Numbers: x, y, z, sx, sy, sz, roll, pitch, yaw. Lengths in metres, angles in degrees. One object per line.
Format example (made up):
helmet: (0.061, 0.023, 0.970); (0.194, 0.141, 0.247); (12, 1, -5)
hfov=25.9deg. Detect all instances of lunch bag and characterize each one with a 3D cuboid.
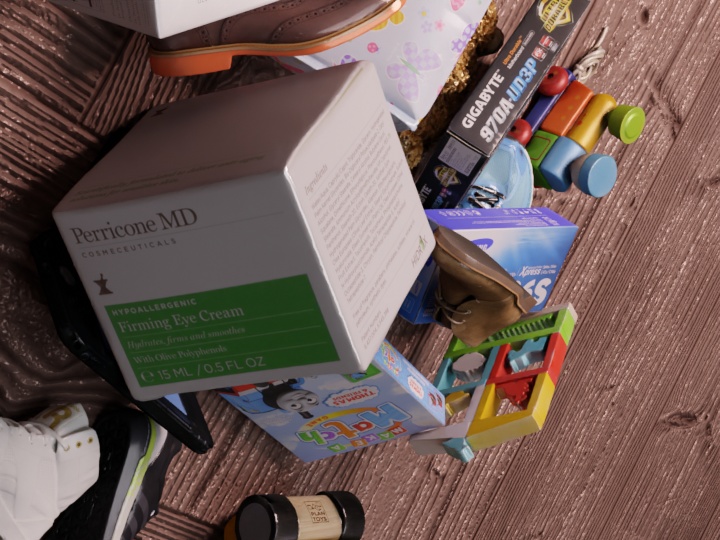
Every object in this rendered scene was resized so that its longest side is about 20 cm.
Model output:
lunch bag: (-0.008, -0.233, 1.282); (0.200, 0.127, 0.170); (29, 88, -16)

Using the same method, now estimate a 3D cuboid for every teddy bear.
teddy bear: (0.074, -0.164, 1.405); (0.145, 0.067, 0.200); (99, 16, -60)

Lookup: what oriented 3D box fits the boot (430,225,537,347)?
boot: (0.092, 0.020, 1.327); (0.075, 0.074, 0.200); (-44, 155, 3)

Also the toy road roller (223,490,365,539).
toy road roller: (-0.058, 0.302, 1.433); (0.123, 0.200, 0.146); (5, 139, -46)

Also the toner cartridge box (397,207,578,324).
toner cartridge box: (0.113, -0.007, 1.435); (0.200, 0.043, 0.095); (-4, 121, -49)

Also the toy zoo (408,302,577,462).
toy zoo: (0.122, 0.109, 1.465); (0.020, 0.131, 0.200); (59, 33, -25)

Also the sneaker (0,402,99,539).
sneaker: (-0.270, 0.127, 1.217); (0.116, 0.074, 0.200); (-44, 144, -26)

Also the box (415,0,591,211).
box: (0.122, -0.149, 1.417); (0.200, 0.046, 0.159); (-56, 178, -25)

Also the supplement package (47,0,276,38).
supplement package: (-0.160, -0.242, 1.064); (0.114, 0.200, 0.110); (-26, 125, -38)

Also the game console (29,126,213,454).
game console: (-0.157, 0.019, 1.254); (0.116, 0.176, 0.200); (-35, 136, 7)

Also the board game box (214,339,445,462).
board game box: (-0.035, 0.100, 1.396); (0.200, 0.151, 0.037); (45, 35, -47)

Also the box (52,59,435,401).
box: (-0.080, -0.031, 1.178); (0.200, 0.199, 0.171); (-58, 134, -56)

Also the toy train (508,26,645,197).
toy train: (0.239, -0.163, 1.582); (0.200, 0.116, 0.085); (-54, 138, -14)

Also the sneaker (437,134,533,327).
sneaker: (0.117, -0.034, 1.514); (0.090, 0.078, 0.200); (-58, 164, -82)

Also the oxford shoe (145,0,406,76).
oxford shoe: (-0.065, -0.200, 1.173); (0.200, 0.071, 0.073); (-14, 114, -5)

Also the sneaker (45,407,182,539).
sneaker: (-0.202, 0.212, 1.320); (0.083, 0.072, 0.200); (24, 89, -50)
